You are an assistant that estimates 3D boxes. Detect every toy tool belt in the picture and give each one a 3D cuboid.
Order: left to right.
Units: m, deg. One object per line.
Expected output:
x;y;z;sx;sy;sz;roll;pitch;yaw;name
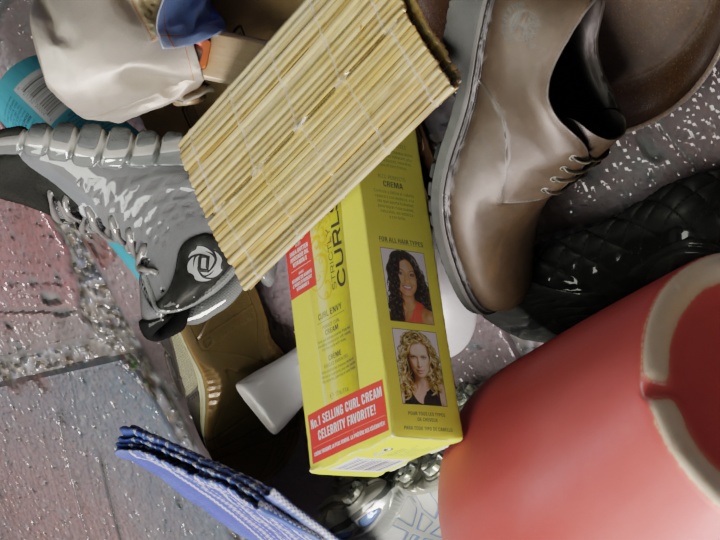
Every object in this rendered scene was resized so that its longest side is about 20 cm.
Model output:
-0.116;-0.185;0.943;0.122;0.125;0.202;-11;94;10;toy tool belt

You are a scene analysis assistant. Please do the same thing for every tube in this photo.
-0.149;-0.057;1.061;0.200;0.050;0.078;43;97;28;tube

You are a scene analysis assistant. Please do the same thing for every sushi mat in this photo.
-0.027;-0.077;0.882;0.200;0.012;0.096;-42;69;44;sushi mat

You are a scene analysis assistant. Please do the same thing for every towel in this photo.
-0.067;0.161;1.123;0.145;0.024;0.199;42;164;-31;towel

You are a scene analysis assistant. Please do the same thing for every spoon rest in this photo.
-0.001;0.030;1.027;0.100;0.061;0.200;51;137;1;spoon rest

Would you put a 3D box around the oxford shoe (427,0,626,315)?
0.082;-0.056;0.846;0.084;0.073;0.202;21;130;24;oxford shoe

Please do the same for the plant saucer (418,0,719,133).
0.095;-0.161;0.836;0.199;0.032;0.202;22;131;28;plant saucer

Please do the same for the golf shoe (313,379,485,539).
0.060;0.133;1.057;0.097;0.079;0.200;38;145;-13;golf shoe

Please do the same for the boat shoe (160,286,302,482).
-0.088;0.055;1.120;0.065;0.073;0.201;46;154;45;boat shoe

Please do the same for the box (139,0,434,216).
-0.052;-0.094;1.013;0.199;0.021;0.165;-5;115;41;box

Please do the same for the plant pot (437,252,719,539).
0.155;0.094;0.825;0.200;0.200;0.178;44;146;6;plant pot

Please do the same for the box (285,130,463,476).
0.000;0.000;0.904;0.075;0.050;0.202;-28;63;47;box

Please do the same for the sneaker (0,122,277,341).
-0.137;-0.019;0.990;0.198;0.075;0.117;1;80;13;sneaker

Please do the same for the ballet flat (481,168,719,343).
0.131;-0.002;0.916;0.066;0.057;0.199;39;148;-24;ballet flat
